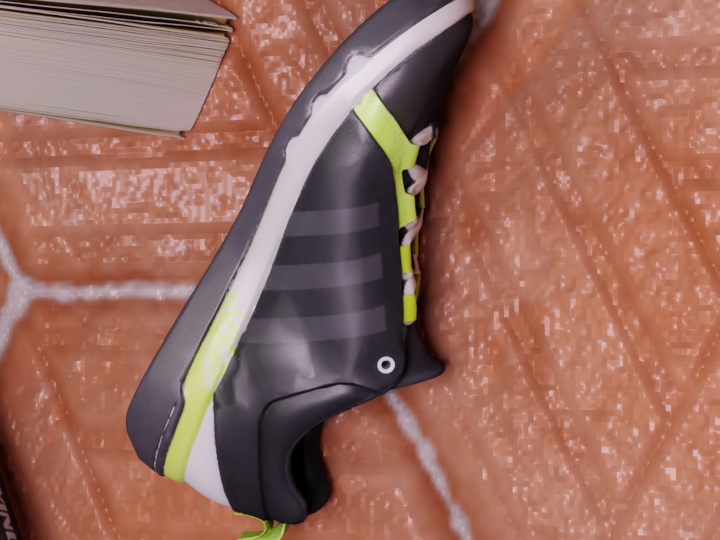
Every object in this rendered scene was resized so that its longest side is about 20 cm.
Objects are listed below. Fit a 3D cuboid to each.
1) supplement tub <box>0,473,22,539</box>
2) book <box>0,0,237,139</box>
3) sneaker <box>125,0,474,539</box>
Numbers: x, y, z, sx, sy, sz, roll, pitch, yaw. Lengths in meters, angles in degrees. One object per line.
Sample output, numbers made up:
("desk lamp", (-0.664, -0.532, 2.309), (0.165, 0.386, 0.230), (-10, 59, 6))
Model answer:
("supplement tub", (-0.163, 0.128, 1.032), (0.107, 0.107, 0.201), (-30, 72, 31))
("book", (-0.155, -0.101, 0.976), (0.133, 0.200, 0.048), (35, 108, 31))
("sneaker", (0.000, 0.000, 0.958), (0.083, 0.072, 0.200), (32, 109, 7))
